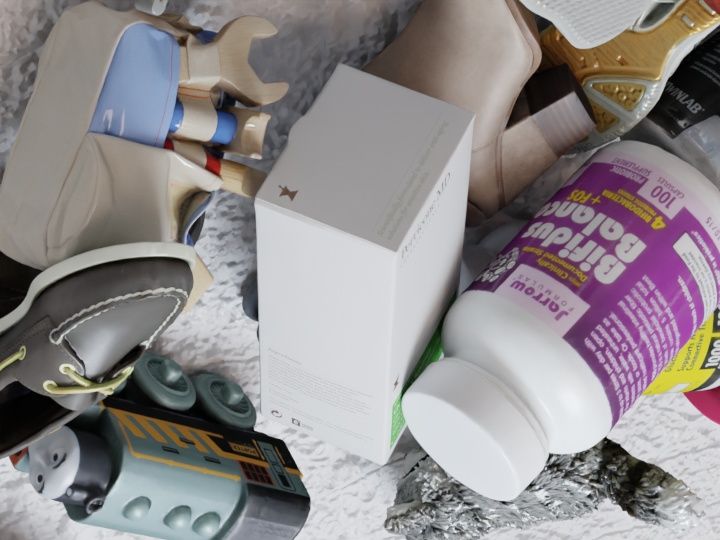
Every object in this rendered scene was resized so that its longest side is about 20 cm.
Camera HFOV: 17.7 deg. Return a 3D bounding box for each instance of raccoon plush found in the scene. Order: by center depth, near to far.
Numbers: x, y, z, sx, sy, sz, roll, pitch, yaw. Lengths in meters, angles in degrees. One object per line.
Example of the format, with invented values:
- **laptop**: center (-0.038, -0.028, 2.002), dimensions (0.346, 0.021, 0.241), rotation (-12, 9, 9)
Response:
- **raccoon plush**: center (0.103, 0.148, 1.469), dimensions (0.134, 0.200, 0.097), rotation (-49, 123, -12)

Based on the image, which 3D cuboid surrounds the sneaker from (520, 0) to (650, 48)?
- **sneaker**: center (0.092, -0.177, 1.177), dimensions (0.074, 0.082, 0.200), rotation (-38, 160, 1)

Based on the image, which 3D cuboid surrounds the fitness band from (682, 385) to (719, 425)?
- **fitness band**: center (0.263, 0.007, 1.460), dimensions (0.037, 0.144, 0.200), rotation (2, 129, -37)

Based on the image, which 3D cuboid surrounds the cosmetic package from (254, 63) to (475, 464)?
- **cosmetic package**: center (0.000, 0.000, 1.243), dimensions (0.200, 0.085, 0.108), rotation (93, 23, -55)

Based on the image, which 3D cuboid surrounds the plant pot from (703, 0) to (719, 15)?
- **plant pot**: center (0.197, -0.245, 1.147), dimensions (0.200, 0.200, 0.176), rotation (-31, 150, -2)

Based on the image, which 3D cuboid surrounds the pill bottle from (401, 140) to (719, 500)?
- **pill bottle**: center (0.116, 0.030, 1.283), dimensions (0.200, 0.112, 0.112), rotation (-46, 144, -23)

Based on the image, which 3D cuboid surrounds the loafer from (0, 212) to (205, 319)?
- **loafer**: center (-0.175, -0.004, 1.227), dimensions (0.200, 0.073, 0.071), rotation (-30, 140, -3)

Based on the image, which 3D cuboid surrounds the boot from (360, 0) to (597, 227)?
- **boot**: center (0.033, -0.106, 1.268), dimensions (0.146, 0.070, 0.200), rotation (-24, 120, 15)

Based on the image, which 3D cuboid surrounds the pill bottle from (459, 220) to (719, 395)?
- **pill bottle**: center (0.135, 0.024, 1.419), dimensions (0.200, 0.113, 0.113), rotation (-3, 131, -30)

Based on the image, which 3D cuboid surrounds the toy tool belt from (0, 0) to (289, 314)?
- **toy tool belt**: center (-0.099, -0.083, 1.168), dimensions (0.123, 0.125, 0.200), rotation (17, 92, -42)

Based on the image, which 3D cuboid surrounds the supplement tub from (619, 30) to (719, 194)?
- **supplement tub**: center (0.261, -0.103, 1.356), dimensions (0.200, 0.123, 0.123), rotation (-36, 140, -9)

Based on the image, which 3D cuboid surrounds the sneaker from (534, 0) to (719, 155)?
- **sneaker**: center (0.164, -0.139, 1.308), dimensions (0.200, 0.076, 0.088), rotation (-40, 180, 35)

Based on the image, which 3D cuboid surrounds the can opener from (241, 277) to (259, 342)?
- **can opener**: center (0.003, 0.057, 1.415), dimensions (0.066, 0.053, 0.200), rotation (-46, 137, 17)

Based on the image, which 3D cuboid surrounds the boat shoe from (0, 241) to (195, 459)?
- **boat shoe**: center (-0.143, 0.042, 1.143), dimensions (0.072, 0.061, 0.201), rotation (8, 155, -36)

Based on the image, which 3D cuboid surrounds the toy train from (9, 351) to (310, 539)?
- **toy train**: center (-0.119, 0.108, 1.342), dimensions (0.200, 0.114, 0.085), rotation (20, 117, -43)
